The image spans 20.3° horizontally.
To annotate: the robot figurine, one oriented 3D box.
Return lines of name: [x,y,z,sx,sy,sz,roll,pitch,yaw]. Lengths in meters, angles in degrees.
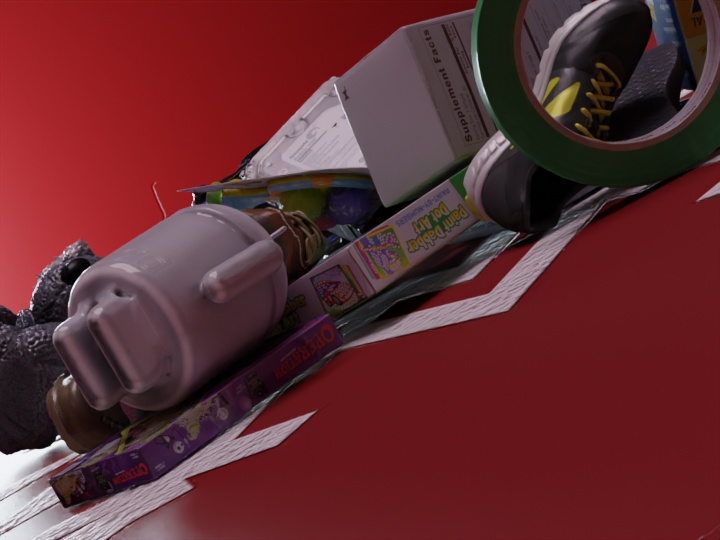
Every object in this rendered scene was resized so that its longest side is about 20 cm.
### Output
robot figurine: [-0.127,0.023,1.423,0.169,0.113,0.200,-21,10,40]

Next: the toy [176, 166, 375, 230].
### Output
toy: [-0.047,-0.059,1.733,0.199,0.048,0.115,-1,-1,34]

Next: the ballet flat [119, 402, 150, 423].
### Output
ballet flat: [-0.154,0.081,1.563,0.069,0.072,0.200,2,12,5]

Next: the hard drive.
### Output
hard drive: [-0.007,-0.102,1.837,0.140,0.038,0.200,-47,37,-14]

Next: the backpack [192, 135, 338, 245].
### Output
backpack: [-0.035,-0.083,2.044,0.183,0.147,0.200,-16,22,47]

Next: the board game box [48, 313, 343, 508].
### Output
board game box: [-0.114,0.098,1.412,0.200,0.032,0.120,-34,3,-41]

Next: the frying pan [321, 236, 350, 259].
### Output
frying pan: [-0.012,-0.020,1.871,0.115,0.031,0.190,-29,-8,38]

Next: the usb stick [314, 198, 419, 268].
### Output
usb stick: [-0.010,-0.005,1.729,0.200,0.033,0.056,-31,17,35]

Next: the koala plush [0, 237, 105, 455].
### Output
koala plush: [-0.284,0.054,1.868,0.200,0.177,0.184,-41,-30,-38]

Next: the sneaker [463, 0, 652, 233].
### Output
sneaker: [0.161,-0.108,1.480,0.201,0.074,0.085,-57,36,7]

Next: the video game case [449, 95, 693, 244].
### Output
video game case: [0.180,-0.083,1.641,0.199,0.023,0.182,-30,5,-20]

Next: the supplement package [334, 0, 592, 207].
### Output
supplement package: [0.101,-0.144,1.643,0.199,0.118,0.117,-18,-7,-34]

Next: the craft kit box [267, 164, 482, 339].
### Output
craft kit box: [0.000,0.000,1.553,0.197,0.049,0.200,-30,3,44]

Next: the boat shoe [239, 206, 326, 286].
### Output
boat shoe: [-0.069,-0.021,1.660,0.074,0.076,0.200,-33,-4,-13]

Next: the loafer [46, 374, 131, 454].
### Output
loafer: [-0.208,0.112,1.566,0.067,0.076,0.200,-30,-3,3]

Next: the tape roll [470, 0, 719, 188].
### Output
tape roll: [0.177,-0.159,1.398,0.200,0.201,0.048,-28,5,1]

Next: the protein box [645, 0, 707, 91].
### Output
protein box: [0.299,-0.262,1.642,0.134,0.201,0.199,-17,6,4]

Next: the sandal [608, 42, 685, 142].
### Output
sandal: [0.218,-0.115,1.535,0.076,0.043,0.200,-24,25,19]
